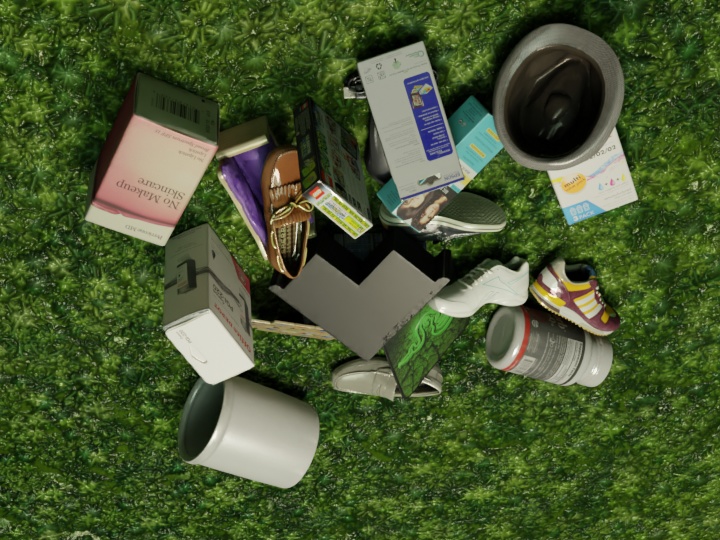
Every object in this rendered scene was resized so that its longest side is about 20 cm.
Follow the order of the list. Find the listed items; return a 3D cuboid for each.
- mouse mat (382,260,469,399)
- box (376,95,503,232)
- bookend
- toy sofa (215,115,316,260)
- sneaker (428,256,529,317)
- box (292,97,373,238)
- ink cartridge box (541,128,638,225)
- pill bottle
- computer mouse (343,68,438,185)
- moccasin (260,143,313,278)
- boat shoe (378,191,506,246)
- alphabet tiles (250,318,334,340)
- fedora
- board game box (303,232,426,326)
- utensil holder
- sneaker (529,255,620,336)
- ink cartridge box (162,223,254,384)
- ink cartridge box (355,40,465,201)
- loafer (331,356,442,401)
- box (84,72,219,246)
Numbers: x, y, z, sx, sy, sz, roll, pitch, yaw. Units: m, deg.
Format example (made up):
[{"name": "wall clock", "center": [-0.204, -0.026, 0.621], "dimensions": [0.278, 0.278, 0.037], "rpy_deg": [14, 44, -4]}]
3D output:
[{"name": "mouse mat", "center": [0.112, 0.098, 1.759], "dimensions": [0.007, 0.200, 0.162], "rpy_deg": [20, 147, 36]}, {"name": "box", "center": [0.123, -0.153, 1.554], "dimensions": [0.200, 0.049, 0.082], "rpy_deg": [-46, 141, 12]}, {"name": "bookend", "center": [0.000, 0.000, 1.623], "dimensions": [0.199, 0.092, 0.199], "rpy_deg": [36, 117, -15]}, {"name": "toy sofa", "center": [-0.136, -0.116, 1.569], "dimensions": [0.082, 0.098, 0.201], "rpy_deg": [-18, 131, 10]}, {"name": "sneaker", "center": [0.193, 0.021, 1.737], "dimensions": [0.199, 0.070, 0.081], "rpy_deg": [-12, 124, -31]}, {"name": "box", "center": [-0.040, -0.145, 1.484], "dimensions": [0.035, 0.201, 0.110], "rpy_deg": [-36, 126, 22]}, {"name": "ink cartridge box", "center": [0.330, -0.175, 1.591], "dimensions": [0.114, 0.068, 0.201], "rpy_deg": [-21, 131, 12]}, {"name": "pill bottle", "center": [0.325, 0.133, 1.838], "dimensions": [0.198, 0.116, 0.116], "rpy_deg": [16, 129, -21]}, {"name": "computer mouse", "center": [0.047, -0.195, 1.550], "dimensions": [0.137, 0.053, 0.201], "rpy_deg": [-5, 132, -3]}, {"name": "moccasin", "center": [-0.104, -0.082, 1.516], "dimensions": [0.073, 0.078, 0.203], "rpy_deg": [-8, 123, -27]}, {"name": "boat shoe", "center": [0.126, -0.078, 1.655], "dimensions": [0.198, 0.075, 0.063], "rpy_deg": [0, 140, -3]}, {"name": "alphabet tiles", "center": [-0.094, 0.099, 1.759], "dimensions": [0.198, 0.006, 0.166], "rpy_deg": [9, 170, -14]}, {"name": "fedora", "center": [0.277, -0.239, 1.491], "dimensions": [0.175, 0.090, 0.202], "rpy_deg": [20, 105, 13]}, {"name": "board game box", "center": [0.004, 0.033, 1.745], "dimensions": [0.198, 0.062, 0.201], "rpy_deg": [-3, 132, -5]}, {"name": "utensil holder", "center": [-0.196, 0.282, 1.875], "dimensions": [0.199, 0.171, 0.170], "rpy_deg": [24, 125, -28]}, {"name": "sneaker", "center": [0.381, 0.042, 1.791], "dimensions": [0.199, 0.075, 0.090], "rpy_deg": [21, 117, -32]}, {"name": "ink cartridge box", "center": [-0.233, 0.050, 1.637], "dimensions": [0.084, 0.201, 0.146], "rpy_deg": [-22, 131, 13]}, {"name": "ink cartridge box", "center": [0.069, -0.206, 1.477], "dimensions": [0.099, 0.039, 0.202], "rpy_deg": [-17, 97, -1]}, {"name": "loafer", "center": [0.048, 0.195, 1.891], "dimensions": [0.198, 0.070, 0.070], "rpy_deg": [-4, 133, -4]}, {"name": "box", "center": [-0.295, -0.154, 1.507], "dimensions": [0.127, 0.109, 0.201], "rpy_deg": [19, 127, -23]}]
